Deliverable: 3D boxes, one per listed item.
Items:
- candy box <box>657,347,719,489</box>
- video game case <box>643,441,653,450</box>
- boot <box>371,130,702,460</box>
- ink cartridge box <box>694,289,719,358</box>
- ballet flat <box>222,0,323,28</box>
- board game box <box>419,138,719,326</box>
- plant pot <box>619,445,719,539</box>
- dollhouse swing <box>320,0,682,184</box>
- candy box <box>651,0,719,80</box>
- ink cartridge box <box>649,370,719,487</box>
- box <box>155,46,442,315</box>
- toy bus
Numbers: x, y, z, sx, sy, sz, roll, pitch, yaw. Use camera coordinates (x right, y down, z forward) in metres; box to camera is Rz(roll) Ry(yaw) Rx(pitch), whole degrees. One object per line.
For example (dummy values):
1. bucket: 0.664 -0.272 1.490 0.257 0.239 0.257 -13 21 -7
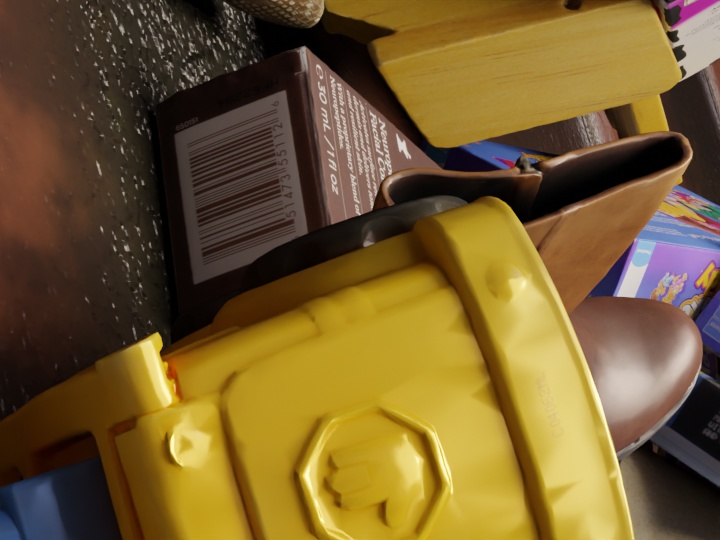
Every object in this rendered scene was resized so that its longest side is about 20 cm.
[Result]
1. candy box: 0.224 0.096 1.110 0.056 0.117 0.201 -1 107 -31
2. video game case: 0.107 0.065 1.082 0.200 0.036 0.182 55 27 -34
3. boot: 0.070 0.005 0.716 0.200 0.188 0.069 113 -35 -54
4. ink cartridge box: 0.247 0.057 0.933 0.200 0.076 0.136 32 6 -45
5. ballet flat: -0.083 -0.166 0.802 0.065 0.070 0.200 -52 121 -33
6. board game box: 0.133 -0.014 0.997 0.200 0.134 0.045 6 109 -49
7. plant pot: 0.147 0.178 0.930 0.200 0.187 0.187 48 27 -12
8. dollhouse swing: 0.055 -0.125 0.998 0.176 0.181 0.200 87 -16 -51
9. candy box: 0.189 -0.165 0.931 0.061 0.136 0.200 62 5 12
10. ink cartridge box: 0.189 0.089 0.966 0.200 0.047 0.197 29 3 -42
11. box: 0.000 0.000 0.829 0.200 0.075 0.100 37 39 -58
12. toy bus: -0.049 0.076 0.561 0.191 0.200 0.136 -17 86 -27
